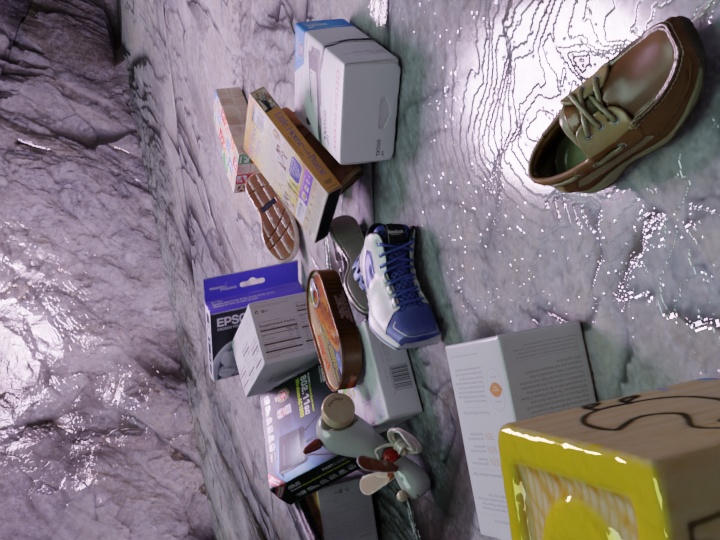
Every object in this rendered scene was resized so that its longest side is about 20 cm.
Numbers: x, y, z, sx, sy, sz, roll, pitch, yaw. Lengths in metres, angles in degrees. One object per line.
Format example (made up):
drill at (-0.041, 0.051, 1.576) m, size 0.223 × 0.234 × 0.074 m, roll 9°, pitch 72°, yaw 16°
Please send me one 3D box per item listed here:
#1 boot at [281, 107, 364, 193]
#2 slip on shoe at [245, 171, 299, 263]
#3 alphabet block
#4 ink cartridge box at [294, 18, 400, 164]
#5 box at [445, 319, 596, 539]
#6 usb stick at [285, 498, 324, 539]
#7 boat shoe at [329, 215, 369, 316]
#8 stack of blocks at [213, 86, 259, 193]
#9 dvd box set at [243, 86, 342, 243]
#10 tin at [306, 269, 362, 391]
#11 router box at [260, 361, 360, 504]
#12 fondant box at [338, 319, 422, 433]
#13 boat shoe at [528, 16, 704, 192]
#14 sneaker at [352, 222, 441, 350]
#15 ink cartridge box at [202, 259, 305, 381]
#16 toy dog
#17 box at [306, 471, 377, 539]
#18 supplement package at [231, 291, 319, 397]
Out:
boot at (-0.074, -0.185, 1.386) m, size 0.156 × 0.076 × 0.200 m, roll 54°, pitch 176°, yaw -12°
slip on shoe at (-0.163, -0.099, 1.759) m, size 0.201 × 0.076 × 0.061 m, roll 61°, pitch -168°, yaw 27°
alphabet block at (0.233, 0.191, 0.619) m, size 0.195 × 0.198 × 0.199 m, roll 170°, pitch 92°, yaw -69°
ink cartridge box at (-0.025, -0.256, 1.285) m, size 0.200 × 0.083 × 0.146 m, roll -129°, pitch 35°, yaw -53°
box at (0.170, 0.163, 0.919) m, size 0.124 × 0.096 × 0.203 m, roll 156°, pitch 105°, yaw -68°
usb stick at (-0.102, 0.396, 1.511) m, size 0.200 × 0.032 × 0.056 m, roll -124°, pitch 25°, yaw -48°
boat shoe at (0.000, 0.000, 1.367) m, size 0.057 × 0.066 × 0.201 m, roll 75°, pitch 176°, yaw -48°
stack of blocks at (-0.263, -0.280, 1.943) m, size 0.116 × 0.058 × 0.201 m, roll 108°, pitch 147°, yaw -51°
dvd box set at (-0.106, -0.155, 1.359) m, size 0.201 × 0.029 × 0.147 m, roll 52°, pitch 155°, yaw 17°
tin at (-0.042, 0.088, 1.382) m, size 0.112 × 0.041 × 0.202 m, roll 114°, pitch 146°, yaw -46°
router box at (-0.085, 0.266, 1.515) m, size 0.062 × 0.149 × 0.201 m, roll 46°, pitch -160°, yaw -41°
fondant box at (0.018, 0.167, 1.381) m, size 0.200 × 0.058 × 0.146 m, roll 134°, pitch 125°, yaw -64°
boat shoe at (0.200, -0.121, 0.738) m, size 0.200 × 0.073 × 0.076 m, roll 118°, pitch 138°, yaw -59°
sneaker at (0.042, 0.004, 1.218) m, size 0.200 × 0.080 × 0.116 m, roll -117°, pitch 25°, yaw -44°
ink cartridge box at (-0.197, 0.094, 1.726) m, size 0.043 × 0.196 × 0.202 m, roll 38°, pitch 134°, yaw 53°
toy dog at (-0.003, 0.267, 1.305) m, size 0.199 × 0.096 × 0.133 m, roll 26°, pitch 148°, yaw 36°
box at (-0.036, 0.450, 1.559) m, size 0.124 × 0.096 × 0.203 m, roll 176°, pitch 85°, yaw -69°
supplement package at (-0.130, 0.130, 1.619) m, size 0.200 × 0.154 × 0.112 m, roll 125°, pitch 130°, yaw -61°
